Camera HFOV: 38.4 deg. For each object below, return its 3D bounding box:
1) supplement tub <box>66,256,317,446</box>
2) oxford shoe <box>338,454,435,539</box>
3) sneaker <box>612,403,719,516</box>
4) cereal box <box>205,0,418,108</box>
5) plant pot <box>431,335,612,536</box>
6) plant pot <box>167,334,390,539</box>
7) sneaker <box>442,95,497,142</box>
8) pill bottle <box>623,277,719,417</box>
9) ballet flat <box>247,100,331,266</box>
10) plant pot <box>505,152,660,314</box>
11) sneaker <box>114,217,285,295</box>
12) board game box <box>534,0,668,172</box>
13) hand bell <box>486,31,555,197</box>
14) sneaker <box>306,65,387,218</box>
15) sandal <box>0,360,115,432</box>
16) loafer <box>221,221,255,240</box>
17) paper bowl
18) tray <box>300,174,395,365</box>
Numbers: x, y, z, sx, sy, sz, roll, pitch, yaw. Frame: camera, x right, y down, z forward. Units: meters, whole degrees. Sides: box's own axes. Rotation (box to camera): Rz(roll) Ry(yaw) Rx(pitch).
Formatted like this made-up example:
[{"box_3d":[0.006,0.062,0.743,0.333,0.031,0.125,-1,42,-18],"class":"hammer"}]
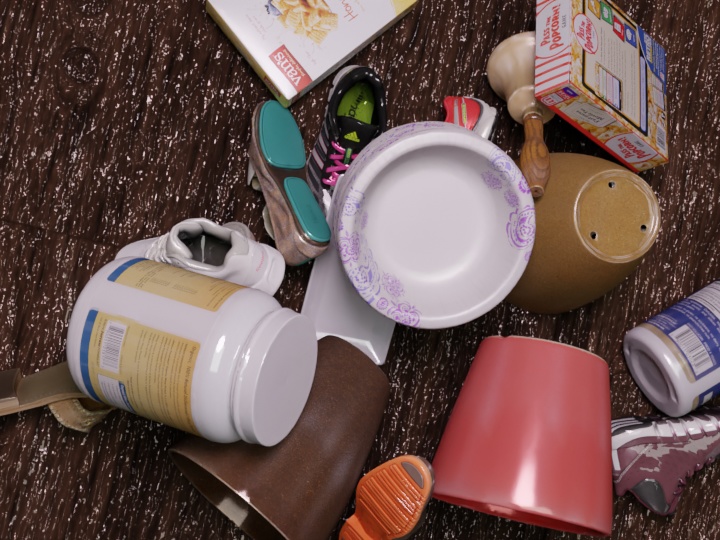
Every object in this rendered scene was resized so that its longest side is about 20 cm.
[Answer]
[{"box_3d":[-0.155,0.076,0.964,0.199,0.145,0.146,15,84,22],"class":"supplement tub"},{"box_3d":[0.038,0.241,1.073,0.073,0.200,0.071,-25,66,-37],"class":"oxford shoe"},{"box_3d":[0.379,0.221,1.193,0.198,0.076,0.117,-7,93,0],"class":"sneaker"},{"box_3d":[-0.051,-0.296,1.144,0.200,0.040,0.144,-41,91,-13],"class":"cereal box"},{"box_3d":[0.180,0.173,1.103,0.199,0.200,0.179,15,76,-9],"class":"plant pot"},{"box_3d":[-0.063,0.170,1.068,0.187,0.187,0.200,43,69,-5],"class":"plant pot"},{"box_3d":[0.086,-0.102,1.162,0.084,0.077,0.201,22,82,12],"class":"sneaker"},{"box_3d":[0.411,0.073,1.180,0.199,0.111,0.112,-28,92,-11],"class":"pill bottle"},{"box_3d":[-0.089,-0.091,1.112,0.068,0.067,0.201,10,51,-38],"class":"ballet flat"},{"box_3d":[0.233,-0.048,1.110,0.185,0.200,0.188,1,87,-9],"class":"plant pot"},{"box_3d":[-0.179,-0.020,1.052,0.198,0.099,0.078,-2,62,26],"class":"sneaker"},{"box_3d":[0.268,-0.218,1.133,0.199,0.046,0.153,26,59,-39],"class":"board game box"},{"box_3d":[0.185,-0.152,1.105,0.103,0.104,0.201,15,49,-9],"class":"hand bell"},{"box_3d":[-0.015,-0.134,1.125,0.073,0.087,0.202,14,85,-9],"class":"sneaker"},{"box_3d":[-0.302,0.137,1.082,0.210,0.078,0.070,-9,120,-4],"class":"sandal"},{"box_3d":[-0.154,0.049,1.108,0.071,0.063,0.201,8,72,30],"class":"loafer"},{"box_3d":[0.070,-0.051,1.051,0.199,0.104,0.202,-2,107,-6],"class":"paper bowl"},{"box_3d":[0.000,0.000,1.125,0.106,0.022,0.202,13,106,-11],"class":"tray"}]
